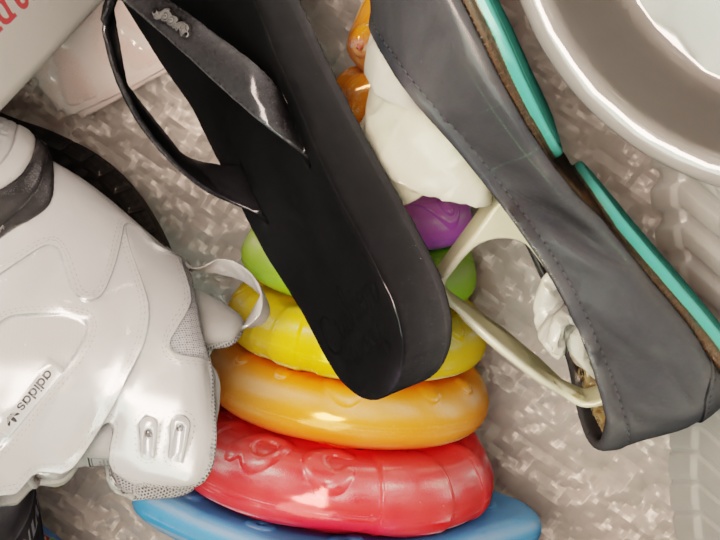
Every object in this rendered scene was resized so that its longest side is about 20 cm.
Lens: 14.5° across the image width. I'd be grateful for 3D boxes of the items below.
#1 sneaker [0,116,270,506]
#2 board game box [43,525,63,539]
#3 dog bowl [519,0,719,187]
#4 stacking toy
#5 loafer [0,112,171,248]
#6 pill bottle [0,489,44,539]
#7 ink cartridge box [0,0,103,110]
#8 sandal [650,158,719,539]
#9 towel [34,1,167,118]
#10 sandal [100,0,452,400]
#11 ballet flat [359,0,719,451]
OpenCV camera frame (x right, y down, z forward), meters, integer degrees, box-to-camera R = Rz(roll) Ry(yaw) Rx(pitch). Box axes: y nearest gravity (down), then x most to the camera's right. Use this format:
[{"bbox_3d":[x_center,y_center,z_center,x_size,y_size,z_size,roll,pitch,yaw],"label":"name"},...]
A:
[{"bbox_3d":[-0.111,0.062,0.857,0.115,0.075,0.200,26,80,-3],"label":"sneaker"},{"bbox_3d":[-0.167,0.178,1.118,0.151,0.037,0.200,38,121,-2],"label":"board game box"},{"bbox_3d":[0.132,-0.112,0.822,0.200,0.059,0.200,4,104,18],"label":"dog bowl"},{"bbox_3d":[0.000,0.000,0.929,0.110,0.116,0.200,18,108,36],"label":"stacking toy"},{"bbox_3d":[-0.135,-0.015,0.973,0.200,0.073,0.071,37,145,30],"label":"loafer"},{"bbox_3d":[-0.160,0.109,0.976,0.106,0.106,0.200,8,130,15],"label":"pill bottle"},{"bbox_3d":[-0.177,-0.127,0.860,0.083,0.145,0.200,-26,106,26],"label":"ink cartridge box"},{"bbox_3d":[0.139,0.041,0.928,0.082,0.050,0.203,31,134,57],"label":"sandal"},{"bbox_3d":[-0.078,-0.169,0.908,0.191,0.032,0.200,-26,106,28],"label":"towel"},{"bbox_3d":[-0.038,-0.050,0.859,0.200,0.043,0.076,58,151,22],"label":"sandal"},{"bbox_3d":[0.043,-0.025,0.860,0.073,0.073,0.200,-25,111,28],"label":"ballet flat"}]
